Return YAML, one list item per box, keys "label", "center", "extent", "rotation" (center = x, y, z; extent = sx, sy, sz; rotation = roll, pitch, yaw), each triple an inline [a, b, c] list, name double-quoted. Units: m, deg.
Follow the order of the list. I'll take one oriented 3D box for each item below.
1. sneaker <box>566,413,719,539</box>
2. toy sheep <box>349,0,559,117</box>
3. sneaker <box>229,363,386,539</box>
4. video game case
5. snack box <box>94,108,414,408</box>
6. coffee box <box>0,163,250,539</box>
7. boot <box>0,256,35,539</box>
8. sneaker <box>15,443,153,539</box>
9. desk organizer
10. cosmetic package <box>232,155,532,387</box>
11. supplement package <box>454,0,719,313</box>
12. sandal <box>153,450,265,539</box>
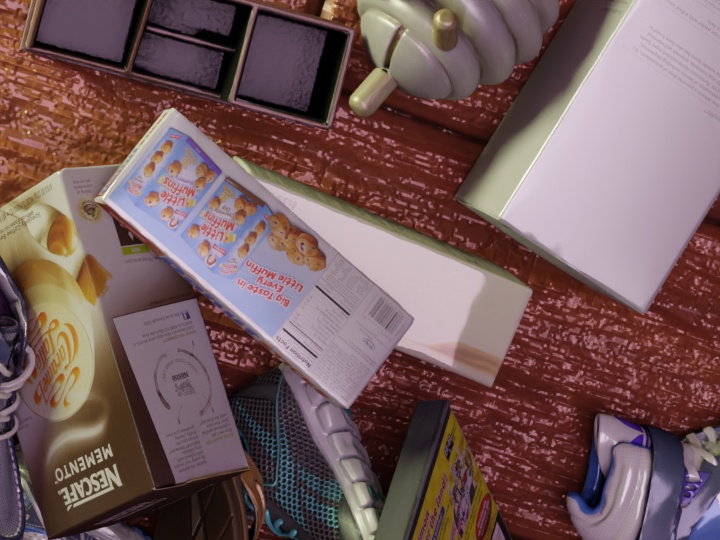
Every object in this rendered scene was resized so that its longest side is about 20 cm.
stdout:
- label: "sneaker"
  center: [0.232, 0.126, 1.428]
  extent: [0.146, 0.081, 0.200]
  rotation: [39, 95, -18]
- label: "toy sheep"
  center: [0.061, -0.175, 1.326]
  extent: [0.200, 0.138, 0.138]
  rotation: [-43, 103, -9]
- label: "sneaker"
  center: [-0.032, 0.150, 1.358]
  extent: [0.091, 0.078, 0.201]
  rotation: [-27, 61, 6]
- label: "video game case"
  center: [0.051, 0.216, 1.332]
  extent: [0.025, 0.201, 0.181]
  rotation: [-4, 132, 25]
- label: "snack box"
  center: [-0.062, -0.006, 1.270]
  extent: [0.200, 0.024, 0.072]
  rotation: [41, 78, -15]
- label: "coffee box"
  center: [-0.158, 0.049, 1.286]
  extent: [0.079, 0.114, 0.201]
  rotation: [-8, 75, -47]
- label: "boot"
  center: [-0.231, 0.076, 1.258]
  extent: [0.090, 0.073, 0.201]
  rotation: [-24, 91, 28]
- label: "sneaker"
  center: [-0.167, 0.200, 1.358]
  extent: [0.200, 0.077, 0.085]
  rotation: [42, 83, 3]
- label: "desk organizer"
  center: [-0.108, -0.147, 1.326]
  extent: [0.199, 0.077, 0.072]
  rotation: [14, 95, -12]
- label: "cosmetic package"
  center: [0.000, 0.000, 1.355]
  extent: [0.199, 0.105, 0.071]
  rotation: [22, 95, -12]
- label: "supplement package"
  center: [0.172, -0.094, 1.365]
  extent: [0.121, 0.120, 0.201]
  rotation: [32, 91, -15]
- label: "sandal"
  center: [-0.091, 0.145, 1.329]
  extent: [0.054, 0.201, 0.080]
  rotation: [27, 127, -33]
